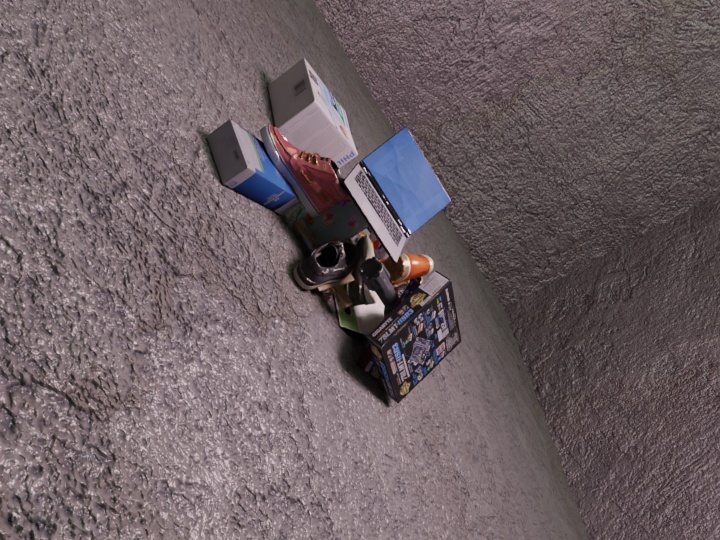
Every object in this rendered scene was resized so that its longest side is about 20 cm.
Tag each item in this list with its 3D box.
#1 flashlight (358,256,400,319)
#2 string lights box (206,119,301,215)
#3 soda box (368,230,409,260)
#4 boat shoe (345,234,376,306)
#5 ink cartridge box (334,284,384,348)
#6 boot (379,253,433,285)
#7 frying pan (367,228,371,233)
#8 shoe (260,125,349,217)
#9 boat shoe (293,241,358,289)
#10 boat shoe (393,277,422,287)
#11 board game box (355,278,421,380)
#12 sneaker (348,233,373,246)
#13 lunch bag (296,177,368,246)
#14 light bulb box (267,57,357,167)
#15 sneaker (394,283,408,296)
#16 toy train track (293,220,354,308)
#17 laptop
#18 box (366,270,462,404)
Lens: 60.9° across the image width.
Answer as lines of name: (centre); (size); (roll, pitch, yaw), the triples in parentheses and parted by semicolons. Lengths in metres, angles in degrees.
flashlight: (0.052, 0.048, 1.230); (0.201, 0.066, 0.069); (56, 37, -45)
string lights box: (-0.188, -0.184, 1.128); (0.199, 0.058, 0.105); (26, 38, -64)
soda box: (0.074, -0.081, 1.571); (0.063, 0.069, 0.200); (33, 20, 11)
boat shoe: (-0.001, -0.002, 1.311); (0.204, 0.059, 0.073); (-89, 159, -50)
ink cartridge box: (0.013, 0.102, 1.314); (0.197, 0.048, 0.148); (20, 38, -32)
boot: (0.087, 0.003, 1.444); (0.105, 0.199, 0.077); (-7, 86, -32)
frying pan: (-0.006, -0.139, 1.615); (0.191, 0.031, 0.115); (50, 22, 9)
shoe: (-0.101, -0.202, 1.158); (0.202, 0.090, 0.072); (56, 16, -24)
boat shoe: (-0.050, -0.021, 1.181); (0.073, 0.063, 0.199); (52, 34, 6)
boat shoe: (0.130, 0.041, 1.586); (0.199, 0.075, 0.073); (35, 30, -59)
board game box: (0.080, 0.125, 1.229); (0.032, 0.202, 0.120); (32, -4, 41)
sneaker: (-0.010, -0.060, 1.449); (0.078, 0.076, 0.203); (30, 33, -57)
lunch bag: (-0.028, -0.137, 1.345); (0.123, 0.168, 0.200); (56, 19, -9)
light bulb box: (-0.120, -0.378, 1.542); (0.200, 0.123, 0.201); (43, 24, -45)
sneaker: (0.093, 0.137, 1.450); (0.069, 0.093, 0.205); (0, 82, -31)
toy train track: (-0.081, -0.008, 1.220); (0.114, 0.032, 0.202); (-14, 69, -53)
laptop: (0.079, -0.155, 1.224); (0.189, 0.114, 0.201); (55, 25, -14)
box: (0.112, 0.135, 1.211); (0.049, 0.198, 0.202); (35, -24, 38)
